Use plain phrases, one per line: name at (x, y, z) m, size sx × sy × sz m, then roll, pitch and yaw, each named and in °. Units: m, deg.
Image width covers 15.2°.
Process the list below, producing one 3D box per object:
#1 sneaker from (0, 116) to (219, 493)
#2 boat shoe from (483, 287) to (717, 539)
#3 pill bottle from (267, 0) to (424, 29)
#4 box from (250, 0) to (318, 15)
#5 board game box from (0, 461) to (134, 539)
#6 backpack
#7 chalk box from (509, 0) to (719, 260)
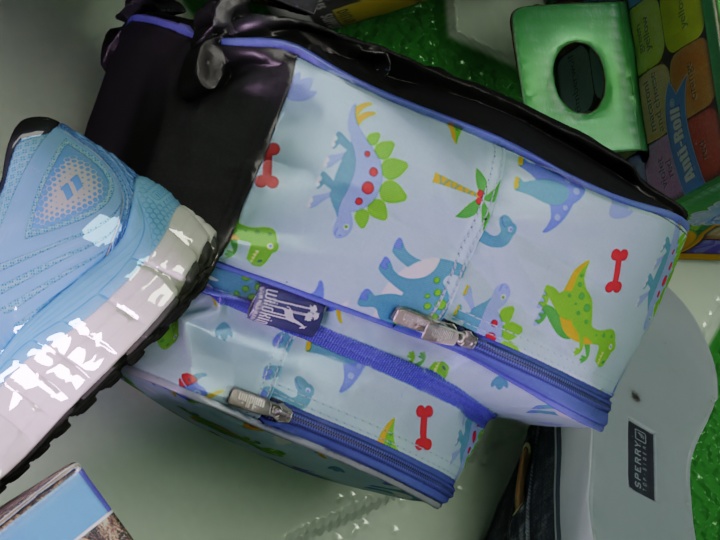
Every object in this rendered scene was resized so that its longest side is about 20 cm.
sneaker at (-0.138, 0.031, 0.849) m, size 0.200 × 0.078 × 0.090 m, roll -44°, pitch 89°, yaw 8°
boat shoe at (0.082, 0.083, 1.044) m, size 0.071 × 0.091 × 0.201 m, roll 33°, pitch 36°, yaw -15°
pill bottle at (0.050, -0.168, 1.021) m, size 0.199 × 0.111 × 0.112 m, roll -17°, pitch 81°, yaw 9°
box at (-0.122, -0.141, 0.909) m, size 0.199 × 0.136 × 0.038 m, roll 19°, pitch 92°, yaw -33°
board game box at (-0.095, 0.184, 0.865) m, size 0.097 × 0.159 × 0.200 m, roll -37°, pitch 94°, yaw -32°
backpack at (0.000, 0.000, 0.963) m, size 0.199 × 0.183 × 0.148 m, roll 19°, pitch 89°, yaw -19°
chalk box at (0.157, -0.077, 1.095) m, size 0.199 × 0.124 × 0.125 m, roll 0°, pitch 74°, yaw -27°
